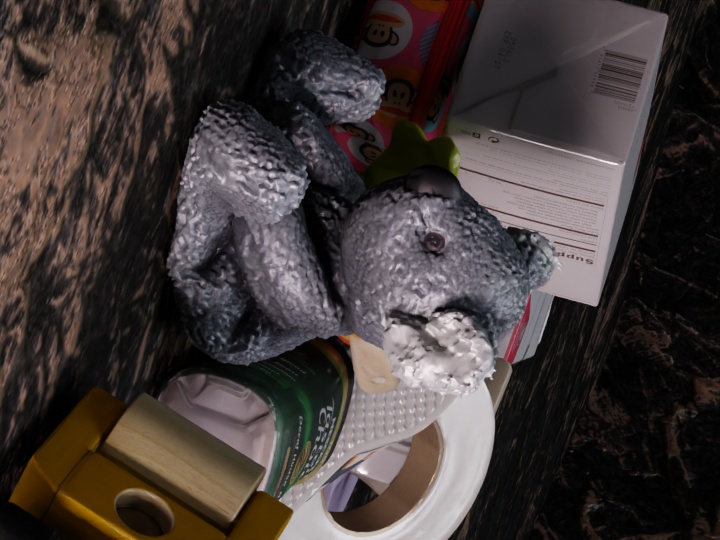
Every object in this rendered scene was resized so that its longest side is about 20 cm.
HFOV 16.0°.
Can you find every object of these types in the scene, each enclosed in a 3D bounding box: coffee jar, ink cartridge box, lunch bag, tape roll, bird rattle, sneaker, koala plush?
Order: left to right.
[{"bbox_3d":[-0.066,0.094,1.570,0.200,0.085,0.105,-33,141,-74],"label":"coffee jar"},{"bbox_3d":[-0.019,0.099,1.729,0.200,0.079,0.079,-34,-175,-15],"label":"sneaker"},{"bbox_3d":[0.000,0.000,1.620,0.200,0.112,0.164,97,-7,-60],"label":"bird rattle"},{"bbox_3d":[0.007,0.135,1.840,0.202,0.037,0.204,-16,120,-30],"label":"tape roll"},{"bbox_3d":[0.007,-0.008,1.450,0.177,0.199,0.184,-54,161,-58],"label":"koala plush"},{"bbox_3d":[0.038,-0.135,1.734,0.200,0.082,0.177,87,20,-66],"label":"lunch bag"},{"bbox_3d":[0.140,0.009,2.475,0.200,0.083,0.146,-5,114,-79],"label":"ink cartridge box"}]

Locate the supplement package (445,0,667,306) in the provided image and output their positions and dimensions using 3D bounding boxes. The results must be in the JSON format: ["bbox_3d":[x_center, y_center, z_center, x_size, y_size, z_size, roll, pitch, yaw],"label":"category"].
[{"bbox_3d":[0.125,-0.084,1.698,0.200,0.119,0.122,91,16,-63],"label":"supplement package"}]

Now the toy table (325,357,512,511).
[{"bbox_3d":[0.040,0.139,2.115,0.184,0.117,0.201,8,102,-79],"label":"toy table"}]

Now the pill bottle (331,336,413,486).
[{"bbox_3d":[0.035,0.057,1.933,0.120,0.119,0.201,18,91,-79],"label":"pill bottle"}]

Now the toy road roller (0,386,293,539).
[{"bbox_3d":[-0.135,0.169,1.284,0.146,0.123,0.200,-60,177,34],"label":"toy road roller"}]
